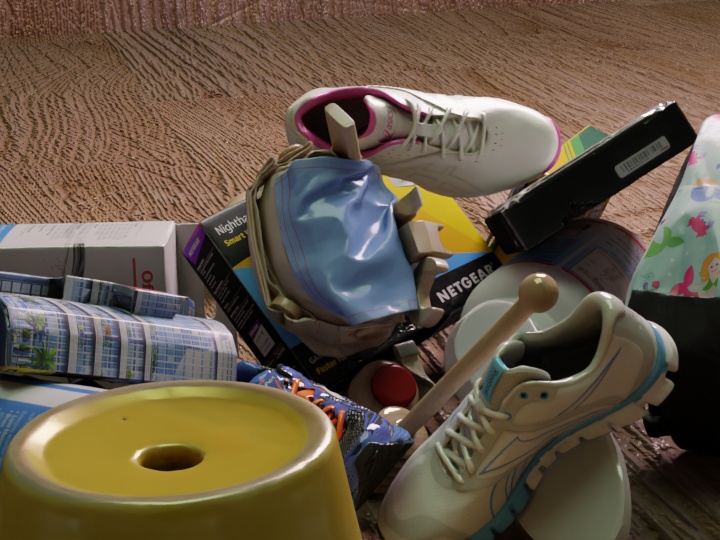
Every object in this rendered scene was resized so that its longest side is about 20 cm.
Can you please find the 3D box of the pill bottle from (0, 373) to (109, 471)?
[{"bbox_3d":[-0.150,0.121,0.929,0.200,0.113,0.112,7,18,26],"label":"pill bottle"}]

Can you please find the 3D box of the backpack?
[{"bbox_3d":[0.259,0.002,1.071,0.150,0.178,0.200,1,53,30],"label":"backpack"}]

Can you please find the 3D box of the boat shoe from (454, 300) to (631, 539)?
[{"bbox_3d":[0.118,0.101,1.008,0.071,0.064,0.200,-33,43,12],"label":"boat shoe"}]

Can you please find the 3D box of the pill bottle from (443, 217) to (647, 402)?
[{"bbox_3d":[0.136,0.037,1.190,0.108,0.109,0.200,7,18,26],"label":"pill bottle"}]

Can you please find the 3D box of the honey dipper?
[{"bbox_3d":[0.053,0.065,0.993,0.038,0.200,0.038,21,43,-20],"label":"honey dipper"}]

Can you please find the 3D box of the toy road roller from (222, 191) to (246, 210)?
[{"bbox_3d":[-0.034,-0.066,1.490,0.199,0.146,0.123,0,16,5],"label":"toy road roller"}]

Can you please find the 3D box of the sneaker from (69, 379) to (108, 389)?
[{"bbox_3d":[-0.123,0.110,1.052,0.199,0.060,0.104,4,20,27],"label":"sneaker"}]

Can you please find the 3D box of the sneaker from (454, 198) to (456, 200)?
[{"bbox_3d":[0.000,-0.039,1.358,0.200,0.075,0.090,-43,-8,-3],"label":"sneaker"}]

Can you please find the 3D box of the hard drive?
[{"bbox_3d":[0.158,-0.063,1.198,0.140,0.038,0.200,-32,-1,2],"label":"hard drive"}]

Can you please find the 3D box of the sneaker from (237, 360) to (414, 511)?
[{"bbox_3d":[-0.037,0.097,0.994,0.075,0.078,0.200,-51,19,-14],"label":"sneaker"}]

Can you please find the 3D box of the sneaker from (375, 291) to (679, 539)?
[{"bbox_3d":[0.079,0.080,0.943,0.200,0.087,0.075,-42,47,5],"label":"sneaker"}]

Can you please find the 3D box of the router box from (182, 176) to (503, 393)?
[{"bbox_3d":[-0.008,-0.003,1.231,0.200,0.149,0.051,-29,-14,-36],"label":"router box"}]

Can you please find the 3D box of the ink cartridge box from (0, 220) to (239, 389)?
[{"bbox_3d":[-0.194,0.027,1.240,0.199,0.116,0.068,-2,17,2],"label":"ink cartridge box"}]

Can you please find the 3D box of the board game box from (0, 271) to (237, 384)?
[{"bbox_3d":[-0.167,0.038,1.057,0.199,0.062,0.200,8,-4,-35],"label":"board game box"}]

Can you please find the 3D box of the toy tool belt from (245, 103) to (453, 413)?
[{"bbox_3d":[0.000,0.000,1.120,0.125,0.200,0.123,-14,-20,-30],"label":"toy tool belt"}]

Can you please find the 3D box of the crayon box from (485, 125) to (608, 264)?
[{"bbox_3d":[0.156,-0.037,1.400,0.052,0.126,0.200,31,26,13],"label":"crayon box"}]

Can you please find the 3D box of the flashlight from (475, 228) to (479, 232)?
[{"bbox_3d":[0.038,0.016,1.354,0.068,0.068,0.200,-23,4,34],"label":"flashlight"}]

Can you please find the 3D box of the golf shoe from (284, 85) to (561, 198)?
[{"bbox_3d":[0.042,-0.093,1.187,0.199,0.076,0.092,3,-2,5],"label":"golf shoe"}]

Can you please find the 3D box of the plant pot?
[{"bbox_3d":[-0.071,0.154,0.674,0.200,0.189,0.201,-2,17,1],"label":"plant pot"}]
